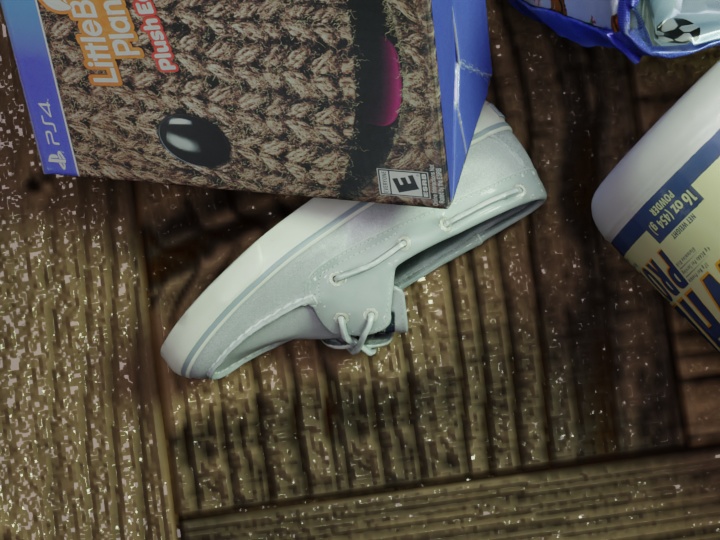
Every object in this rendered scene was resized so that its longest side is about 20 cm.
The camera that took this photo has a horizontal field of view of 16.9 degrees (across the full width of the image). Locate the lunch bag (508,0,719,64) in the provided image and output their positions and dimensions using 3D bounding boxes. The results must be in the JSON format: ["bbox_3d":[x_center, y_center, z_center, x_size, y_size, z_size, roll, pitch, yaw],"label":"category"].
[{"bbox_3d":[0.164,-0.180,1.109,0.200,0.170,0.124,-43,109,-3],"label":"lunch bag"}]

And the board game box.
[{"bbox_3d":[-0.051,-0.125,1.097,0.200,0.159,0.097,5,44,15],"label":"board game box"}]

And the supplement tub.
[{"bbox_3d":[0.220,-0.007,1.111,0.145,0.145,0.200,-44,83,-4],"label":"supplement tub"}]

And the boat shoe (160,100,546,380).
[{"bbox_3d":[0.000,0.000,1.154,0.201,0.070,0.072,-36,78,-6],"label":"boat shoe"}]
